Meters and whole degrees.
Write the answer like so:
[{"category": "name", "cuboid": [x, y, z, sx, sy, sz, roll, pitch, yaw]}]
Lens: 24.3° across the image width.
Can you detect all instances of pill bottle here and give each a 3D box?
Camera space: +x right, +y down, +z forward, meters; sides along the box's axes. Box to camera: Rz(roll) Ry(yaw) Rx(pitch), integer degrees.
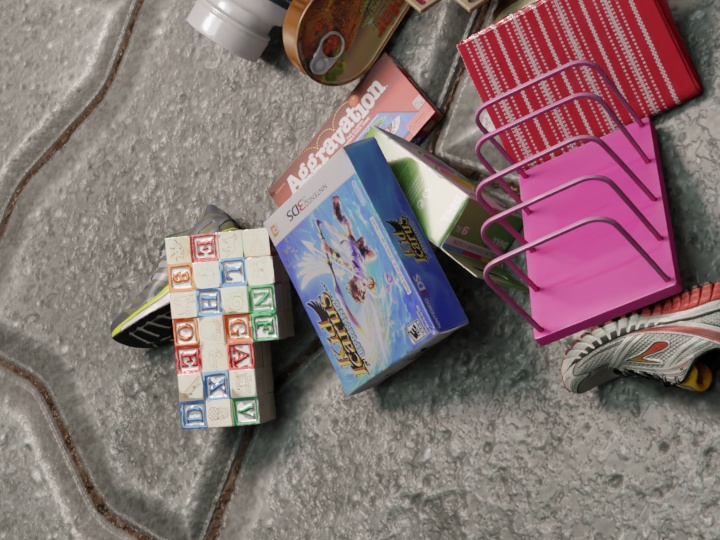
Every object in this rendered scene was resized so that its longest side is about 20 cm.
[{"category": "pill bottle", "cuboid": [-0.099, -0.333, 1.811, 0.120, 0.120, 0.200, 40, 103, 36]}]

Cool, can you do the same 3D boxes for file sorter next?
[{"category": "file sorter", "cuboid": [0.182, -0.066, 1.477, 0.139, 0.125, 0.200, -24, 45, 26]}]

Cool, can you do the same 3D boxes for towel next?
[{"category": "towel", "cuboid": [0.205, -0.192, 1.565, 0.200, 0.022, 0.145, -24, 94, 26]}]

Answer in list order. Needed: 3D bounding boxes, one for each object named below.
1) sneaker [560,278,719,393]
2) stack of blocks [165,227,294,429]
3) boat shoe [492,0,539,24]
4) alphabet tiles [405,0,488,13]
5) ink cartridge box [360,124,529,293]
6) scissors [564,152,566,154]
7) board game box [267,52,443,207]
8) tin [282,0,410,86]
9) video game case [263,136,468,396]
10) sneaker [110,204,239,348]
[{"category": "sneaker", "cuboid": [0.263, 0.073, 1.463, 0.200, 0.078, 0.082, -24, 73, 34]}, {"category": "stack of blocks", "cuboid": [-0.131, 0.060, 1.734, 0.115, 0.059, 0.200, -5, 89, 14]}, {"category": "boat shoe", "cuboid": [0.209, -0.281, 1.596, 0.200, 0.076, 0.074, -24, 48, 26]}, {"category": "alphabet tiles", "cuboid": [0.084, -0.330, 1.636, 0.166, 0.006, 0.200, -35, 55, -14]}, {"category": "ink cartridge box", "cuboid": [0.087, -0.059, 1.610, 0.200, 0.104, 0.059, 39, 103, 37]}, {"category": "scissors", "cuboid": [0.185, -0.105, 1.605, 0.073, 0.014, 0.200, -49, 55, 16]}, {"category": "board game box", "cuboid": [-0.008, -0.121, 1.751, 0.200, 0.019, 0.103, -49, 54, 17]}, {"category": "tin", "cuboid": [-0.003, -0.285, 1.724, 0.200, 0.112, 0.042, -57, 38, 1]}, {"category": "video game case", "cuboid": [0.000, 0.000, 1.616, 0.181, 0.045, 0.200, -40, 74, 54]}, {"category": "sneaker", "cuboid": [-0.200, 0.010, 1.837, 0.200, 0.074, 0.081, -40, 51, 14]}]
